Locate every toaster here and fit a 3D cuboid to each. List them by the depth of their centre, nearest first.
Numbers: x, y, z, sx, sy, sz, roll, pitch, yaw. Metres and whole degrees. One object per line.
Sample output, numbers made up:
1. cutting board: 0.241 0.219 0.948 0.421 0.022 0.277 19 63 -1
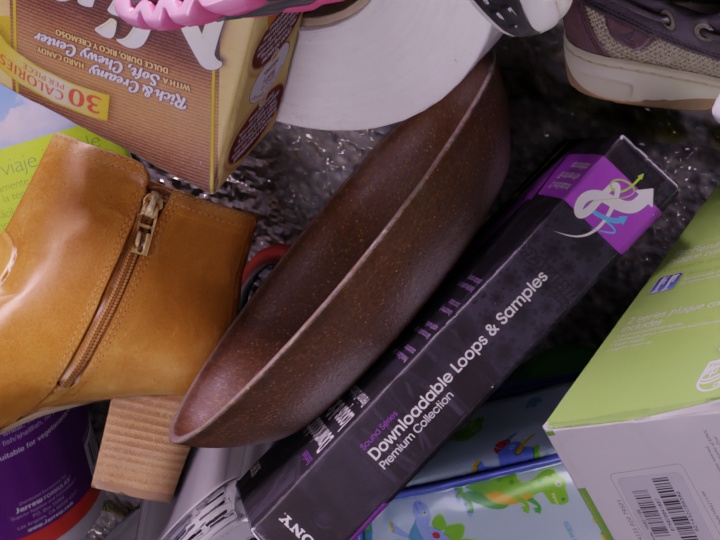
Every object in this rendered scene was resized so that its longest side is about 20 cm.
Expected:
1. toaster: -0.028 0.096 1.227 0.114 0.129 0.200 23 140 -16

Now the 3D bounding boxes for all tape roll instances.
1. tape roll: -0.020 -0.156 1.077 0.202 0.071 0.203 18 133 21

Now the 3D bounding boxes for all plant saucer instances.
1. plant saucer: 0.000 0.000 1.098 0.037 0.200 0.200 39 137 -8

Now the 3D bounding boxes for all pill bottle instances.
1. pill bottle: -0.195 0.046 1.331 0.112 0.112 0.200 9 129 29

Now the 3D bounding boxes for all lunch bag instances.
1. lunch bag: 0.106 0.137 1.108 0.161 0.082 0.200 -16 115 33

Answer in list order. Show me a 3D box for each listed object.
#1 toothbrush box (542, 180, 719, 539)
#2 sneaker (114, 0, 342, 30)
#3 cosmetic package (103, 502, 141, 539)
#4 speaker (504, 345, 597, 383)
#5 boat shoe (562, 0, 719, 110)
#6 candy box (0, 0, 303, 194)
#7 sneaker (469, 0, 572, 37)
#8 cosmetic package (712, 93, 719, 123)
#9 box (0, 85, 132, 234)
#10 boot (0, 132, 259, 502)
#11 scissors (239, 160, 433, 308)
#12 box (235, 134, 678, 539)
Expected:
1. toothbrush box: 0.172 0.051 1.018 0.086 0.200 0.146 -12 117 41
2. sneaker: -0.016 -0.141 0.926 0.200 0.079 0.096 -19 89 42
3. cosmetic package: -0.067 0.216 1.412 0.200 0.074 0.102 41 136 -2
4. speaker: 0.066 0.121 1.233 0.088 0.088 0.200 35 136 6
5. boat shoe: 0.156 -0.097 1.005 0.200 0.072 0.065 6 132 38
6. candy box: -0.074 -0.137 1.038 0.115 0.055 0.200 28 134 11
7. sneaker: 0.055 -0.182 0.957 0.075 0.081 0.200 -176 75 -67
8. cosmetic package: 0.241 -0.067 0.859 0.200 0.165 0.165 35 103 5
9. box: -0.166 -0.062 1.207 0.048 0.122 0.200 -131 24 -66
10. boot: -0.152 0.010 1.184 0.201 0.144 0.071 13 179 -7
11. scissors: -0.006 -0.016 1.221 0.073 0.014 0.200 36 138 7
12. box: 0.032 0.030 1.067 0.036 0.200 0.143 42 178 -5
